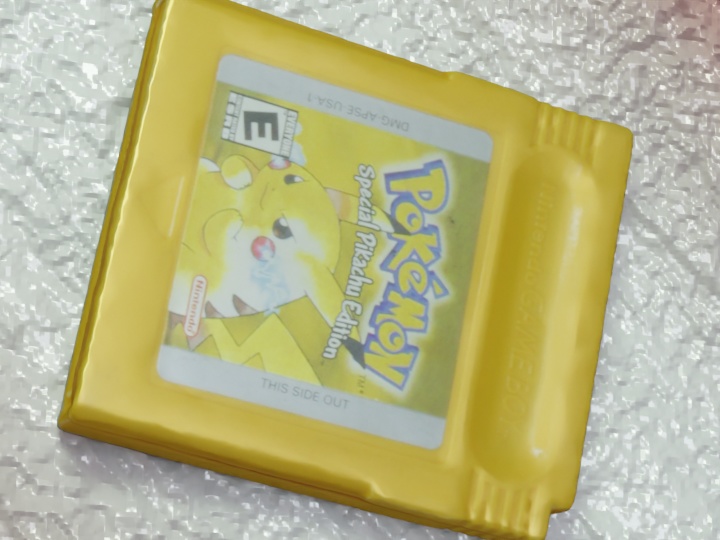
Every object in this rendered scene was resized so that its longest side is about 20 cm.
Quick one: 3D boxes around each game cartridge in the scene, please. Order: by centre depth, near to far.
[{"bbox_3d":[0.000,0.000,0.876,0.200,0.032,0.176,15,73,-15],"label":"game cartridge"}]
